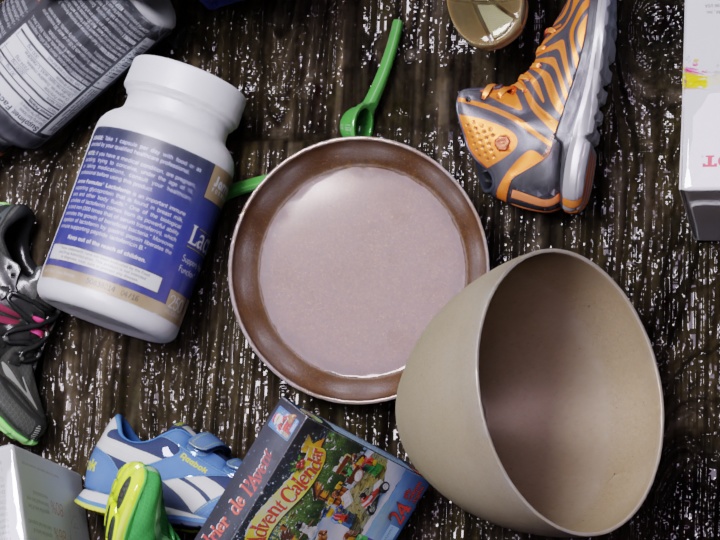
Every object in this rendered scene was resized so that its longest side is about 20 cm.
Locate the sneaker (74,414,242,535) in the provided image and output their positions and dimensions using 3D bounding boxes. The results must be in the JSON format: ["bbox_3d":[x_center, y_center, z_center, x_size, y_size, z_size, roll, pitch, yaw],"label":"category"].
[{"bbox_3d":[-0.116,0.157,1.616,0.198,0.074,0.083,8,75,13],"label":"sneaker"}]

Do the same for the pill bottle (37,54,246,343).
[{"bbox_3d":[-0.164,-0.055,1.654,0.115,0.116,0.202,17,82,16],"label":"pill bottle"}]

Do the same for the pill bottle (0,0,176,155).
[{"bbox_3d":[-0.249,-0.169,1.697,0.200,0.106,0.107,-39,71,15],"label":"pill bottle"}]

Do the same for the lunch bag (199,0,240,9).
[{"bbox_3d":[-0.053,-0.315,1.689,0.198,0.124,0.172,-13,73,17],"label":"lunch bag"}]

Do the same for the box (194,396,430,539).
[{"bbox_3d":[-0.053,0.206,1.546,0.038,0.136,0.201,34,93,50],"label":"box"}]

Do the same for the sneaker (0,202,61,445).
[{"bbox_3d":[-0.272,0.037,1.678,0.083,0.077,0.202,-16,75,13],"label":"sneaker"}]

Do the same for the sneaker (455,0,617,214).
[{"bbox_3d":[0.131,-0.147,1.629,0.111,0.078,0.202,9,79,14],"label":"sneaker"}]

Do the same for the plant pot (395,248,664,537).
[{"bbox_3d":[0.103,0.096,1.536,0.134,0.199,0.202,-15,70,45],"label":"plant pot"}]

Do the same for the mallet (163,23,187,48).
[{"bbox_3d":[-0.223,-0.243,1.757,0.199,0.041,0.066,22,86,13],"label":"mallet"}]

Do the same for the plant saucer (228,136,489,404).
[{"bbox_3d":[0.000,0.000,1.631,0.198,0.034,0.202,0,88,8],"label":"plant saucer"}]

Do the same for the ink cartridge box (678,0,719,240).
[{"bbox_3d":[0.308,-0.133,1.549,0.145,0.146,0.202,1,77,12],"label":"ink cartridge box"}]

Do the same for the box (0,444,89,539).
[{"bbox_3d":[-0.265,0.246,1.586,0.105,0.152,0.202,-12,74,9],"label":"box"}]

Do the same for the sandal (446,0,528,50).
[{"bbox_3d":[0.097,-0.247,1.668,0.080,0.054,0.201,-21,56,22],"label":"sandal"}]

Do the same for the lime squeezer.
[{"bbox_3d":[-0.020,-0.106,1.683,0.200,0.038,0.071,-44,41,1],"label":"lime squeezer"}]

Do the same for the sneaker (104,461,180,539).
[{"bbox_3d":[-0.143,0.221,1.575,0.083,0.201,0.074,-7,30,-5],"label":"sneaker"}]
